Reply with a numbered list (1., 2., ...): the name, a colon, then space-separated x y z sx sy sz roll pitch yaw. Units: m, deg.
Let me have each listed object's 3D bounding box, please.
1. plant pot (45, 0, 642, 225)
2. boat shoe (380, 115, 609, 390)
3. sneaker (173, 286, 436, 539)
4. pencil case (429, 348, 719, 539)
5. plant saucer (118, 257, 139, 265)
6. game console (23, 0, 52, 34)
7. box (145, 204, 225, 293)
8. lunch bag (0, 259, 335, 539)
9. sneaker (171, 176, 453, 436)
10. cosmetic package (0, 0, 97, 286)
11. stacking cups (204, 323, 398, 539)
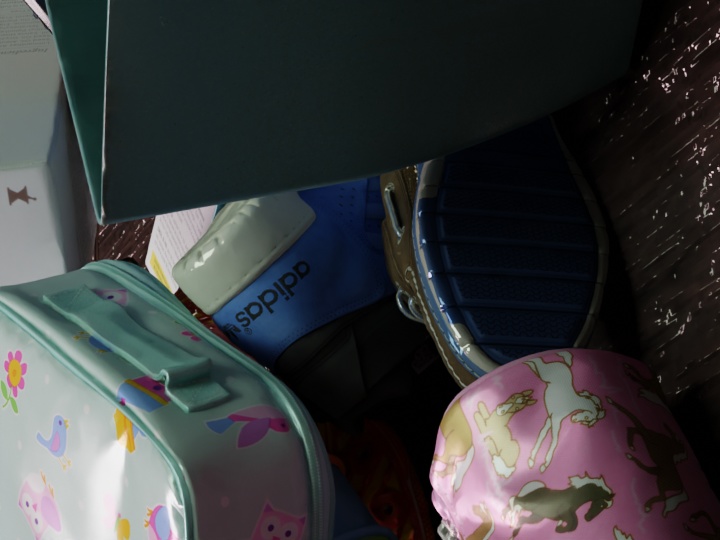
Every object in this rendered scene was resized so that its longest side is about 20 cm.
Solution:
1. plant pot: -0.004 -0.123 1.027 0.142 0.199 0.142 96 162 -44
2. boat shoe: 0.045 -0.015 1.088 0.201 0.072 0.073 -94 17 -47
3. sneaker: -0.010 0.073 1.218 0.073 0.077 0.201 -35 59 17
4. pencil case: 0.084 0.120 0.936 0.201 0.082 0.087 -108 32 -43
5. plant saucer: -0.080 0.093 1.283 0.200 0.032 0.201 160 90 -89
6. game console: -0.063 -0.155 1.170 0.200 0.172 0.119 50 178 -1
7. box: -0.048 -0.067 1.346 0.082 0.049 0.201 -119 39 -55
8. lunch bag: -0.081 0.090 1.109 0.200 0.077 0.161 33 126 49
9. sneaker: -0.001 0.001 1.180 0.077 0.111 0.200 -40 6 20
10. cosmetic package: -0.156 -0.045 1.275 0.200 0.071 0.102 -94 -1 -62
11. stacking cups: -0.021 0.106 1.136 0.200 0.060 0.061 52 137 29
